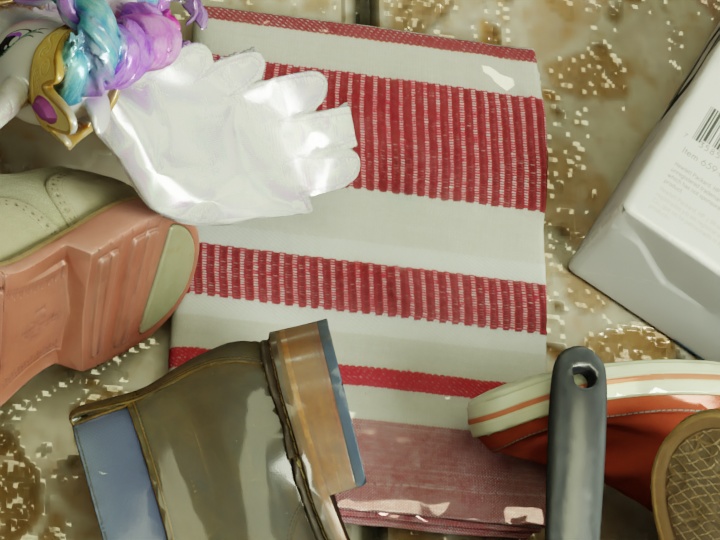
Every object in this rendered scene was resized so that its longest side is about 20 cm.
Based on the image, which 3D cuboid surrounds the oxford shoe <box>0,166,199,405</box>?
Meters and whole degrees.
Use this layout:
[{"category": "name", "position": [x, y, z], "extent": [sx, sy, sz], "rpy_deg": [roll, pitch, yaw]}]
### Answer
[{"category": "oxford shoe", "position": [-0.148, 0.011, 0.964], "extent": [0.074, 0.071, 0.200], "rpy_deg": [31, 31, 31]}]

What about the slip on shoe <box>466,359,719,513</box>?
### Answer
[{"category": "slip on shoe", "position": [0.130, 0.072, 1.020], "extent": [0.199, 0.074, 0.061], "rpy_deg": [13, 70, -27]}]

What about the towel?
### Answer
[{"category": "towel", "position": [0.000, 0.000, 1.052], "extent": [0.143, 0.023, 0.201], "rpy_deg": [7, 66, -12]}]

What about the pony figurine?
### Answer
[{"category": "pony figurine", "position": [-0.099, -0.091, 0.967], "extent": [0.193, 0.200, 0.167], "rpy_deg": [-21, 118, -38]}]

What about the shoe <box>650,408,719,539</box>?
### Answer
[{"category": "shoe", "position": [0.170, 0.130, 0.937], "extent": [0.070, 0.053, 0.200], "rpy_deg": [-41, 77, 7]}]

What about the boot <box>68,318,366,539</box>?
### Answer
[{"category": "boot", "position": [-0.037, 0.124, 0.968], "extent": [0.097, 0.075, 0.201], "rpy_deg": [-11, 85, -1]}]

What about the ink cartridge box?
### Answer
[{"category": "ink cartridge box", "position": [0.183, -0.054, 1.100], "extent": [0.116, 0.067, 0.200], "rpy_deg": [34, 64, 0]}]

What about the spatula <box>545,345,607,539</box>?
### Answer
[{"category": "spatula", "position": [0.070, 0.117, 0.924], "extent": [0.056, 0.021, 0.201], "rpy_deg": [8, 62, -11]}]
